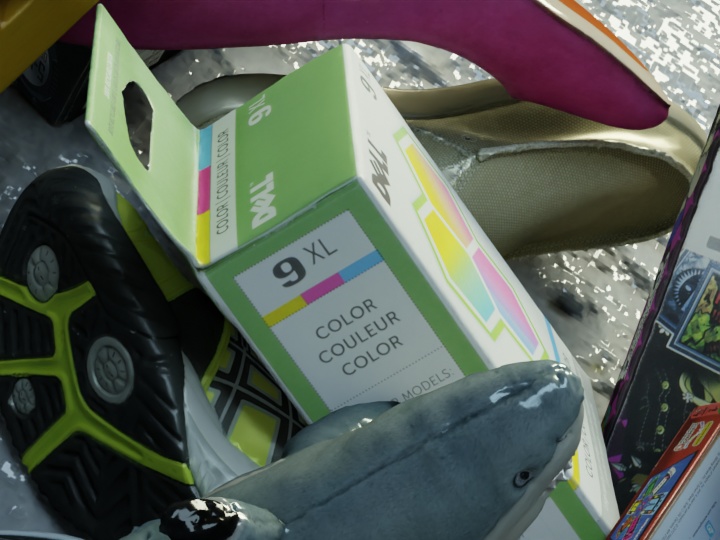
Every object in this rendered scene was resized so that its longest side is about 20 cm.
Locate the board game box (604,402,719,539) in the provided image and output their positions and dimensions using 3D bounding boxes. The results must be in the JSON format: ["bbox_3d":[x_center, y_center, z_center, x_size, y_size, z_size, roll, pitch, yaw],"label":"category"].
[{"bbox_3d":[0.085,0.137,0.773,0.103,0.019,0.200,58,45,-17],"label":"board game box"}]

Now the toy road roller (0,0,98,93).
[{"bbox_3d":[-0.176,-0.111,0.800,0.200,0.123,0.146,-41,55,-3],"label":"toy road roller"}]

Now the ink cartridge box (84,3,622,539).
[{"bbox_3d":[0.000,0.000,0.808,0.200,0.059,0.104,54,13,-22],"label":"ink cartridge box"}]

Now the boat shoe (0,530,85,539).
[{"bbox_3d":[-0.142,0.099,0.731,0.198,0.068,0.074,-2,58,-30],"label":"boat shoe"}]

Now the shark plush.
[{"bbox_3d":[-0.040,0.069,0.704,0.199,0.083,0.091,-7,64,-9],"label":"shark plush"}]

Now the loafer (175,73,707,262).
[{"bbox_3d":[0.028,-0.022,0.916,0.199,0.076,0.069,-1,58,-18],"label":"loafer"}]

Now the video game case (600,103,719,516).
[{"bbox_3d":[0.185,0.046,0.879,0.199,0.036,0.182,20,90,-1],"label":"video game case"}]

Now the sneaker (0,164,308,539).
[{"bbox_3d":[-0.045,0.057,0.824,0.076,0.075,0.201,-19,75,-49],"label":"sneaker"}]

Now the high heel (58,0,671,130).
[{"bbox_3d":[0.001,-0.075,0.885,0.199,0.096,0.067,30,12,-8],"label":"high heel"}]

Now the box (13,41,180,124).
[{"bbox_3d":[-0.089,-0.159,0.968,0.160,0.044,0.200,45,48,8],"label":"box"}]
